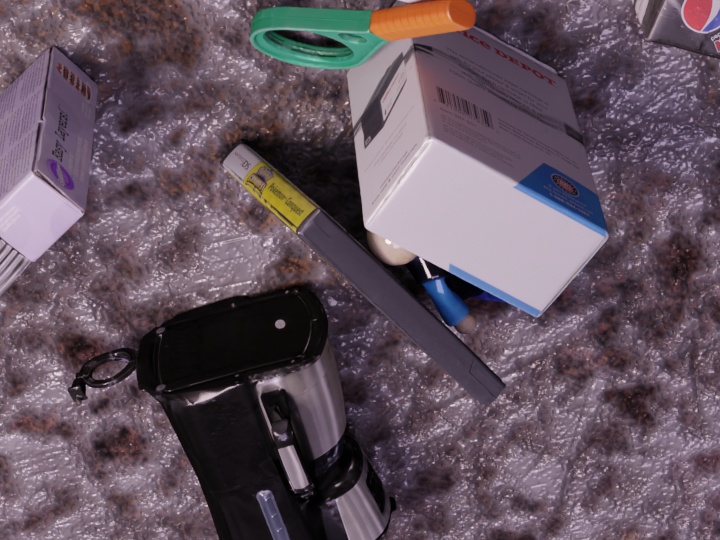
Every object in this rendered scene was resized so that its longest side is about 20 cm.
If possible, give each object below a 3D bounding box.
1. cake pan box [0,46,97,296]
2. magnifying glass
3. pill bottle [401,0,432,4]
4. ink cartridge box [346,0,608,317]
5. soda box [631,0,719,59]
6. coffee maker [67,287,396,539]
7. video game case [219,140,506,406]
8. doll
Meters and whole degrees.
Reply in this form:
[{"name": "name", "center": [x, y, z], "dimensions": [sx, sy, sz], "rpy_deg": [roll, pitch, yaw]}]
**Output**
[{"name": "cake pan box", "center": [-0.258, -0.040, 1.467], "dimensions": [0.052, 0.200, 0.184], "rpy_deg": [39, 110, -23]}, {"name": "magnifying glass", "center": [0.001, -0.159, 1.441], "dimensions": [0.079, 0.022, 0.200], "rpy_deg": [21, 164, -37]}, {"name": "pill bottle", "center": [0.056, -0.280, 1.392], "dimensions": [0.110, 0.111, 0.200], "rpy_deg": [15, 120, -14]}, {"name": "ink cartridge box", "center": [0.075, -0.082, 1.470], "dimensions": [0.145, 0.200, 0.084], "rpy_deg": [26, 119, -21]}, {"name": "soda box", "center": [0.206, -0.213, 1.396], "dimensions": [0.063, 0.200, 0.071], "rpy_deg": [14, 121, -13]}, {"name": "coffee maker", "center": [-0.089, 0.131, 1.652], "dimensions": [0.191, 0.135, 0.200], "rpy_deg": [-1, 125, 24]}, {"name": "video game case", "center": [0.000, 0.000, 1.530], "dimensions": [0.026, 0.181, 0.200], "rpy_deg": [-48, 117, -1]}, {"name": "doll", "center": [0.061, -0.020, 1.526], "dimensions": [0.048, 0.137, 0.200], "rpy_deg": [-29, 164, 27]}]
